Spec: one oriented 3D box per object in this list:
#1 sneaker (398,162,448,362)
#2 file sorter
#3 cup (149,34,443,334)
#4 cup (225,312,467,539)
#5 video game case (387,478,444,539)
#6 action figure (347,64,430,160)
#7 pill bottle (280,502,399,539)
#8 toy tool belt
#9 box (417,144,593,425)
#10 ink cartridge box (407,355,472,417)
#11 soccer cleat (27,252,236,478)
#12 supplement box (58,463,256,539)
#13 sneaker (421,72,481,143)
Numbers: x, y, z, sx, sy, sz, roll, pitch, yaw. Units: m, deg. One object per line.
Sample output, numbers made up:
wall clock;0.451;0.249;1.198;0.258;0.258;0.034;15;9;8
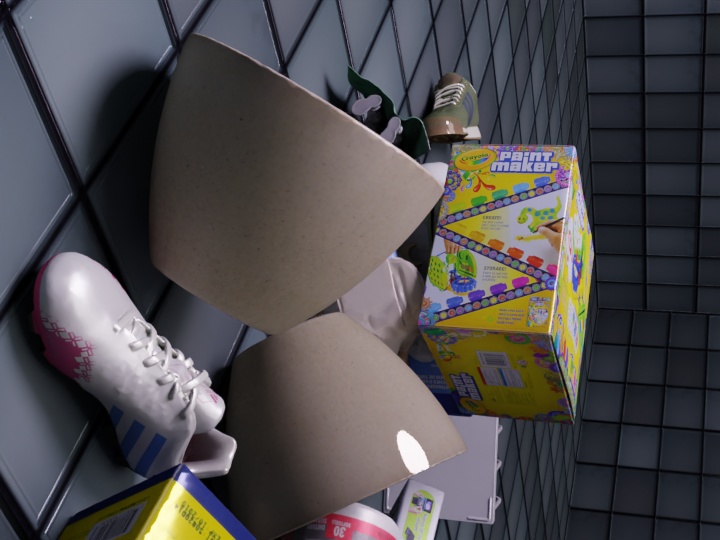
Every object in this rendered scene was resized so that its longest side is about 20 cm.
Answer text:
sneaker;0.077;-0.008;1.130;0.080;0.076;0.203;-6;99;-43
file sorter;0.113;0.199;1.404;0.124;0.137;0.203;-3;96;-75
cup;-0.063;-0.044;0.753;0.144;0.199;0.200;-60;161;2
cup;-0.030;0.119;0.901;0.145;0.199;0.200;67;15;10
video game case;0.023;0.347;1.159;0.201;0.045;0.182;111;0;-48
action figure;0.026;-0.139;1.181;0.118;0.055;0.200;51;-2;9
pill bottle;-0.034;0.316;0.996;0.111;0.109;0.202;66;31;-54
toy tool belt;0.000;0.000;1.071;0.123;0.123;0.202;66;3;-68
box;0.149;0.016;1.066;0.201;0.120;0.195;62;36;-56
ink cartridge box;0.065;0.082;1.229;0.076;0.135;0.203;-47;137;-69
soccer cleat;-0.132;0.062;0.692;0.201;0.085;0.070;73;27;-46
supplement box;-0.135;0.226;0.608;0.109;0.109;0.201;50;35;-18
sneaker;0.117;-0.219;1.489;0.200;0.066;0.091;-15;99;-72
